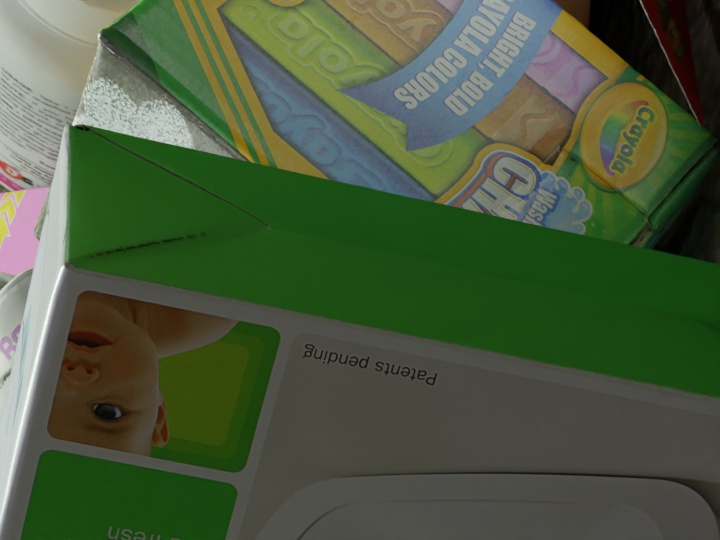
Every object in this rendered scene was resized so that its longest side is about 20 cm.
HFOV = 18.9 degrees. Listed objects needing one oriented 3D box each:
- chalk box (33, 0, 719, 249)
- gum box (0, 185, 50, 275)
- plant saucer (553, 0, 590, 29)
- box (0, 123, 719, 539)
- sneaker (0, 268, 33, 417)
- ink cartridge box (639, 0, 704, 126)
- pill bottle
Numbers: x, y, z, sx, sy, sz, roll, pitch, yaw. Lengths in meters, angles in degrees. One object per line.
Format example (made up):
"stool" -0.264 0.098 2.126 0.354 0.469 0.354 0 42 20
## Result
"chalk box" 0.019 -0.010 0.673 0.124 0.200 0.124 -45 -7 -33
"gum box" -0.078 0.043 0.890 0.113 0.200 0.066 -5 57 38
"plant saucer" 0.062 -0.128 0.794 0.200 0.037 0.201 1 -90 -88
"box" 0.008 0.079 0.516 0.097 0.200 0.177 -106 30 -68
"sneaker" -0.108 0.043 0.765 0.075 0.100 0.200 -45 4 -22
"ink cartridge box" 0.075 -0.168 0.640 0.057 0.200 0.163 -25 30 20
"pill bottle" -0.093 -0.100 0.801 0.200 0.113 0.114 128 152 -71
